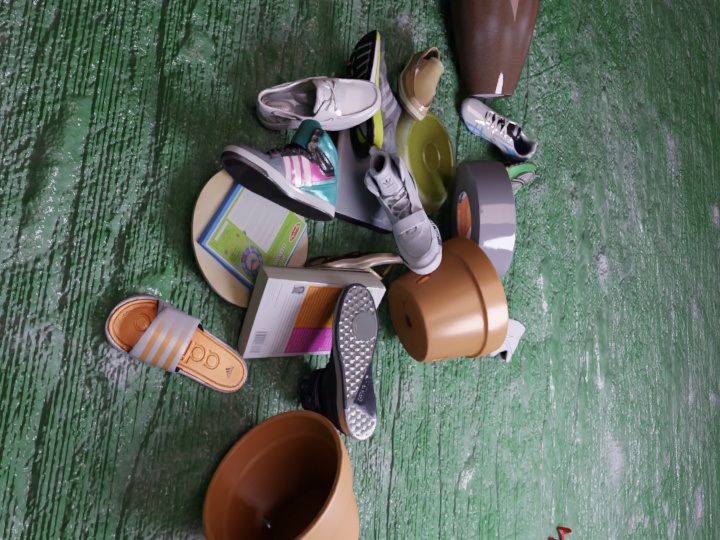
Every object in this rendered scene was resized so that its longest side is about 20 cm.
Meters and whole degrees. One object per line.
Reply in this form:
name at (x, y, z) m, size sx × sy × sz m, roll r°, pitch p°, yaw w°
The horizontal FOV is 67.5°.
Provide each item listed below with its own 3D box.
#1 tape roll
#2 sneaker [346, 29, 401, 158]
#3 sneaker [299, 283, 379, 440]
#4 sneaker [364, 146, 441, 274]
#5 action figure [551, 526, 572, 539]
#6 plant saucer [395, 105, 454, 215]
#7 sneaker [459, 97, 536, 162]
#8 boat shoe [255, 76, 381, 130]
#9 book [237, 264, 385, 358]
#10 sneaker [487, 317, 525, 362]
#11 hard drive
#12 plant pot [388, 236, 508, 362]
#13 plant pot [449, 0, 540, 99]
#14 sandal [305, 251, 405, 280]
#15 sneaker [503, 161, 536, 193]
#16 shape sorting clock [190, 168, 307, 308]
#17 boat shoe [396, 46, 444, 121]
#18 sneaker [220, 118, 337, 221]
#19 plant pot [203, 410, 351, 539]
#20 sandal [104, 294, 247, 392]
tape roll at (0.213, -0.090, 0.962) m, size 0.063 × 0.200 × 0.210 m, roll -2°, pitch 86°, yaw -4°
sneaker at (0.026, -0.286, 0.889) m, size 0.079 × 0.072 × 0.209 m, roll -2°, pitch 93°, yaw -43°
sneaker at (-0.036, 0.128, 0.785) m, size 0.074 × 0.145 × 0.212 m, roll 6°, pitch 81°, yaw -29°
sneaker at (0.060, -0.096, 0.830) m, size 0.115 × 0.073 × 0.206 m, roll 40°, pitch 29°, yaw -55°
action figure at (0.476, 0.668, 1.153) m, size 0.064 × 0.097 × 0.208 m, roll -23°, pitch 101°, yaw -34°
plant saucer at (0.121, -0.206, 0.986) m, size 0.196 × 0.030 × 0.209 m, roll 4°, pitch 85°, yaw -49°
sneaker at (0.286, -0.297, 1.116) m, size 0.196 × 0.072 × 0.074 m, roll 29°, pitch 69°, yaw -23°
boat shoe at (-0.060, -0.251, 0.801) m, size 0.192 × 0.069 × 0.074 m, roll -11°, pitch 88°, yaw -6°
book at (-0.071, 0.066, 0.791) m, size 0.194 × 0.048 × 0.137 m, roll 4°, pitch 120°, yaw -37°
sneaker at (0.251, 0.116, 1.053) m, size 0.196 × 0.073 × 0.090 m, roll 29°, pitch 74°, yaw -31°
hard drive at (0.008, -0.179, 0.920) m, size 0.136 × 0.032 × 0.209 m, roll 15°, pitch 77°, yaw -35°
plant pot at (0.134, 0.063, 0.907) m, size 0.136 × 0.199 × 0.208 m, roll -18°, pitch 96°, yaw -19°
plant pot at (0.262, -0.453, 1.070) m, size 0.182 × 0.184 × 0.209 m, roll -9°, pitch 105°, yaw -36°
sandal at (0.000, 0.000, 0.871) m, size 0.194 × 0.079 × 0.057 m, roll -9°, pitch 100°, yaw -35°
sneaker at (0.294, -0.172, 1.120) m, size 0.195 × 0.077 × 0.088 m, roll -26°, pitch 107°, yaw -27°
shape sorting clock at (-0.154, -0.049, 0.777) m, size 0.195 × 0.038 × 0.209 m, roll 10°, pitch 75°, yaw -41°
boat shoe at (0.110, -0.339, 0.940) m, size 0.071 × 0.075 × 0.205 m, roll 40°, pitch 37°, yaw -29°
sneaker at (-0.100, -0.163, 0.763) m, size 0.197 × 0.082 × 0.126 m, roll 26°, pitch 70°, yaw -45°
plant pot at (-0.086, 0.312, 0.704) m, size 0.201 × 0.196 × 0.143 m, roll -48°, pitch 129°, yaw -29°
sandal at (-0.223, 0.096, 0.698) m, size 0.204 × 0.058 × 0.082 m, roll 33°, pitch 66°, yaw -30°
